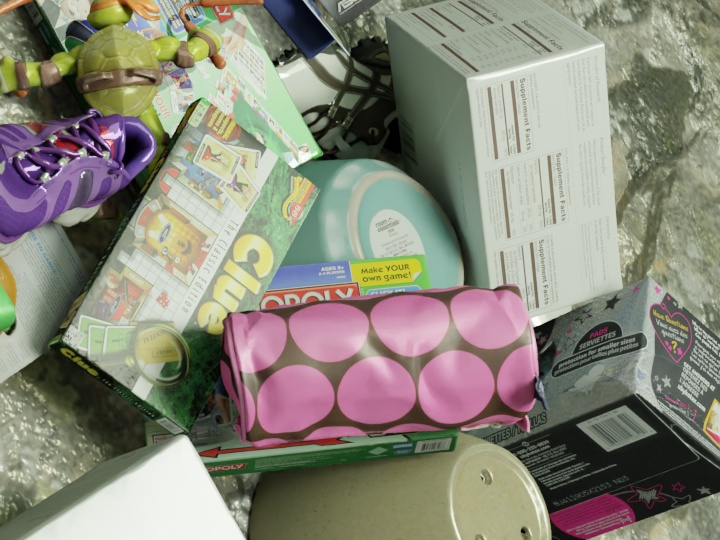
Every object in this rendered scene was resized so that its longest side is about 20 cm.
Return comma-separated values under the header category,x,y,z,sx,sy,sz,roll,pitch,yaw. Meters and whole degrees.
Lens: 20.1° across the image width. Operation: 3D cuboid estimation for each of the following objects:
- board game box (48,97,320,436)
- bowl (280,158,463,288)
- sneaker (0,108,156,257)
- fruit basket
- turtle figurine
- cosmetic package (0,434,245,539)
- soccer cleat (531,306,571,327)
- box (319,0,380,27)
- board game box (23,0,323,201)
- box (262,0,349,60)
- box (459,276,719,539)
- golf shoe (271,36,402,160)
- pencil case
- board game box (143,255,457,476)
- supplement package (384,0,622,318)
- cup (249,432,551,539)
category,x,y,z,sx,sy,sz,roll,pitch,yaw
board game box,-0.109,-0.004,1.301,0.105,0.023,0.200,38,60,-21
bowl,0.000,0.000,1.469,0.200,0.105,0.201,25,53,-39
sneaker,-0.185,-0.067,1.212,0.081,0.083,0.200,61,21,-2
fruit basket,-0.253,-0.020,1.236,0.186,0.094,0.200,60,24,-6
turtle figurine,-0.149,-0.118,1.350,0.199,0.064,0.162,-9,87,-17
cosmetic package,-0.150,0.233,1.136,0.200,0.123,0.200,-31,94,-35
soccer cleat,0.149,-0.025,1.657,0.070,0.086,0.201,13,61,-43
box,-0.029,-0.296,1.594,0.159,0.048,0.200,52,23,-15
board game box,-0.131,-0.136,1.414,0.134,0.029,0.200,-30,94,-25
box,-0.078,-0.228,1.467,0.121,0.032,0.200,48,6,-37
box,0.173,0.110,1.523,0.132,0.200,0.115,39,44,-27
golf shoe,-0.021,-0.121,1.531,0.200,0.078,0.095,-13,80,-49
pencil case,0.013,0.063,1.270,0.091,0.199,0.094,-109,-163,-66
board game box,-0.046,0.063,1.334,0.199,0.029,0.135,-6,63,-8
supplement package,0.106,-0.088,1.511,0.111,0.156,0.201,-16,119,-16
cup,0.045,0.186,1.389,0.200,0.143,0.201,25,53,-38
